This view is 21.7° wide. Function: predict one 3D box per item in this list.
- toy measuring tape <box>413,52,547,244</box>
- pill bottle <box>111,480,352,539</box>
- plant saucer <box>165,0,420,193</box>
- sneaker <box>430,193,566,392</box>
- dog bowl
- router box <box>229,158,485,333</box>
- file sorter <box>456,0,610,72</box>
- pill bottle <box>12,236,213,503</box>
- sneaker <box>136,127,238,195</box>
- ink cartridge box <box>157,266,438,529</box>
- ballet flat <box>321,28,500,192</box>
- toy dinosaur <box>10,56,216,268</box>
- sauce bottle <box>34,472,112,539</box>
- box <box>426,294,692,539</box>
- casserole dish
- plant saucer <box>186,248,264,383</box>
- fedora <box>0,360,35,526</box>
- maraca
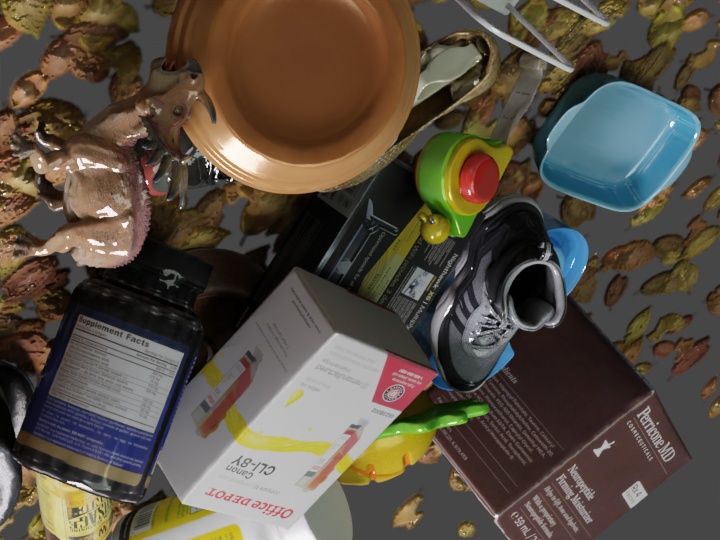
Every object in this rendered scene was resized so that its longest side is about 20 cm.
[{"bbox_3d":[0.096,-0.113,1.577,0.200,0.073,0.074,-62,145,-17],"label":"toy measuring tape"},{"bbox_3d":[-0.116,0.244,1.702,0.200,0.115,0.114,-22,147,22],"label":"pill bottle"},{"bbox_3d":[-0.044,-0.156,1.397,0.200,0.037,0.201,-3,98,-20],"label":"plant saucer"},{"bbox_3d":[0.123,0.040,1.678,0.075,0.114,0.200,8,116,-20],"label":"sneaker"},{"bbox_3d":[0.128,0.024,1.789,0.200,0.050,0.111,-49,141,14],"label":"dog bowl"},{"bbox_3d":[0.000,0.000,1.631,0.157,0.052,0.200,27,97,-49],"label":"router box"},{"bbox_3d":[0.158,-0.273,1.458,0.139,0.125,0.200,18,116,-46],"label":"file sorter"},{"bbox_3d":[-0.190,0.074,1.488,0.112,0.112,0.200,27,82,-49],"label":"pill bottle"},{"bbox_3d":[-0.083,-0.100,1.458,0.200,0.098,0.071,-23,141,-17],"label":"sneaker"},{"bbox_3d":[-0.058,0.111,1.557,0.200,0.083,0.145,-47,142,16],"label":"ink cartridge box"},{"bbox_3d":[0.031,-0.138,1.530,0.200,0.071,0.065,-39,172,-13],"label":"ballet flat"},{"bbox_3d":[-0.180,-0.057,1.379,0.135,0.086,0.200,11,128,2],"label":"toy dinosaur"},{"bbox_3d":[-0.249,0.208,1.657,0.066,0.066,0.200,-22,140,-20],"label":"sauce bottle"},{"bbox_3d":[0.191,0.164,1.884,0.200,0.164,0.166,-38,142,-1],"label":"box"},{"bbox_3d":[0.232,-0.122,1.737,0.200,0.039,0.121,15,117,-47],"label":"casserole dish"},{"bbox_3d":[-0.155,0.069,1.620,0.200,0.035,0.201,-22,138,-21],"label":"plant saucer"},{"bbox_3d":[-0.335,0.167,1.521,0.200,0.092,0.201,-21,138,-20],"label":"fedora"},{"bbox_3d":[0.019,0.141,1.732,0.200,0.107,0.137,-9,-174,30],"label":"maraca"}]
